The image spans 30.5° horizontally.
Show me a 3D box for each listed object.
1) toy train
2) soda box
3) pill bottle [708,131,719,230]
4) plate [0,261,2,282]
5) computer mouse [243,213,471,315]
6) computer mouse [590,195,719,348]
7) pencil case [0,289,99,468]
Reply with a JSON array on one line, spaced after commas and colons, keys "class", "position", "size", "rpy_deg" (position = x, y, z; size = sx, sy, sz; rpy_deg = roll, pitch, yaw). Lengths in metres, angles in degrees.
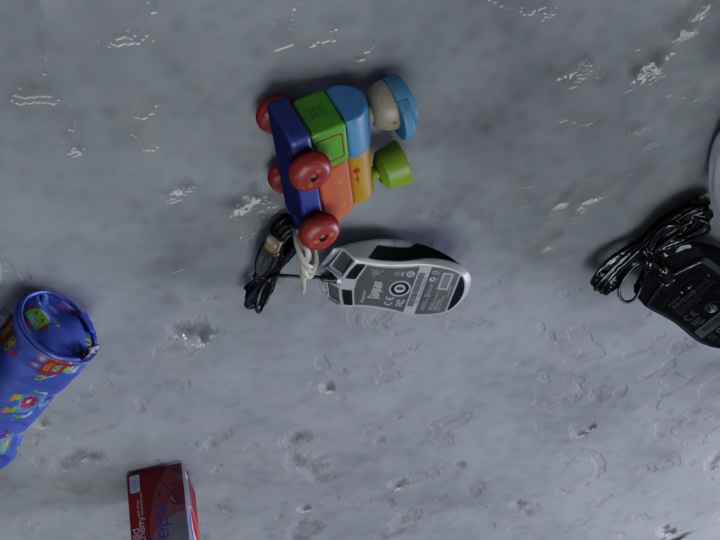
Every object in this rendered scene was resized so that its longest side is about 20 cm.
[{"class": "toy train", "position": [-0.009, -0.067, 1.070], "size": [0.115, 0.085, 0.201], "rpy_deg": [-22, 143, -11]}, {"class": "soda box", "position": [-0.198, 0.305, 1.361], "size": [0.063, 0.201, 0.070], "rpy_deg": [-11, 141, -1]}, {"class": "pill bottle", "position": [0.414, -0.083, 1.142], "size": [0.199, 0.113, 0.112], "rpy_deg": [-7, 141, -7]}, {"class": "plate", "position": [-0.397, 0.010, 1.083], "size": [0.199, 0.026, 0.201], "rpy_deg": [-8, 140, -6]}, {"class": "computer mouse", "position": [0.000, 0.000, 1.178], "size": [0.199, 0.044, 0.110], "rpy_deg": [6, 133, -15]}, {"class": "computer mouse", "position": [0.328, 0.006, 1.281], "size": [0.200, 0.053, 0.138], "rpy_deg": [33, 122, -30]}, {"class": "pencil case", "position": [-0.305, 0.100, 1.179], "size": [0.087, 0.078, 0.200], "rpy_deg": [1, 142, -44]}]
